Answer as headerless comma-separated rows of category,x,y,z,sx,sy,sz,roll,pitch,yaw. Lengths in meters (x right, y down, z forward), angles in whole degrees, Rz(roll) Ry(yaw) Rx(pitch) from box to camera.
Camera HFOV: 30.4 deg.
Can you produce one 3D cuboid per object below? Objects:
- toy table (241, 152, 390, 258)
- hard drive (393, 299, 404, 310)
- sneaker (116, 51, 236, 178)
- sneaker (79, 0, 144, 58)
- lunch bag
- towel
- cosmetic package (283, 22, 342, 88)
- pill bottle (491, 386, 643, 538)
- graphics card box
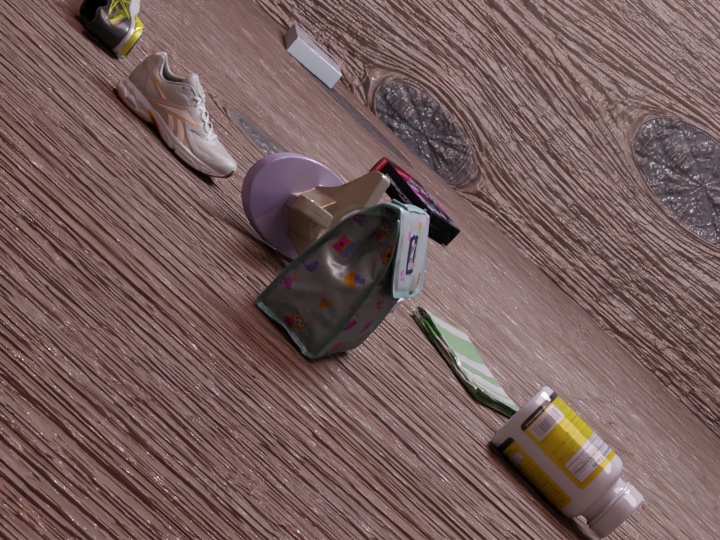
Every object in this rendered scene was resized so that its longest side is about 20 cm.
toy table,-0.051,-0.063,1.724,0.200,0.184,0.117,19,9,-44
hard drive,-0.025,-0.015,1.948,0.200,0.026,0.132,46,12,7
sneaker,-0.231,-0.210,1.780,0.200,0.092,0.076,44,13,-1
sneaker,-0.377,-0.394,1.975,0.085,0.074,0.200,34,15,-35
lunch bag,0.000,0.000,1.559,0.122,0.200,0.170,46,11,11
towel,0.170,0.144,2.048,0.152,0.023,0.200,31,17,-48
cosmetic package,-0.124,-0.555,3.412,0.151,0.052,0.200,37,13,-17
pill bottle,0.284,0.263,1.799,0.200,0.111,0.111,46,12,9
graphics card box,0.115,-0.146,2.796,0.125,0.051,0.200,30,19,-50
